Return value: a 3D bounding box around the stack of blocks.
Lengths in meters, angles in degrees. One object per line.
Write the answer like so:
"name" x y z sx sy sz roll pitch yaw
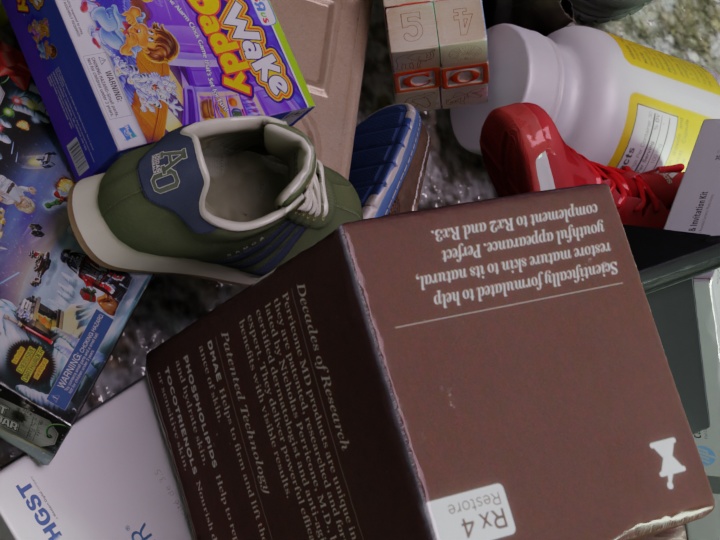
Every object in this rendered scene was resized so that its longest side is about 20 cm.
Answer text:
"stack of blocks" 0.037 -0.201 1.287 0.058 0.115 0.202 -8 69 2

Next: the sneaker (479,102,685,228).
"sneaker" 0.144 -0.054 1.256 0.115 0.200 0.079 -30 58 -4

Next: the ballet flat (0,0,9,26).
"ballet flat" -0.168 -0.223 1.172 0.066 0.067 0.202 5 61 -5

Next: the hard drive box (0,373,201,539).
"hard drive box" -0.096 0.136 1.079 0.200 0.077 0.157 -34 93 -41

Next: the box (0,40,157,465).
"box" -0.170 -0.015 1.052 0.136 0.040 0.201 30 44 -7

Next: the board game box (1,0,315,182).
"board game box" -0.122 -0.155 1.105 0.134 0.045 0.201 -17 79 -42

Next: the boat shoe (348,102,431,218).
"boat shoe" 0.000 0.000 1.218 0.072 0.072 0.201 37 66 -32

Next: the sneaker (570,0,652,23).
"sneaker" 0.148 -0.219 1.406 0.199 0.091 0.077 1 69 -38

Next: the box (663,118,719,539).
"box" 0.212 0.039 1.227 0.156 0.041 0.201 -62 147 -47

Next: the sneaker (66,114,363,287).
"sneaker" -0.047 -0.038 1.069 0.199 0.089 0.068 -1 69 -50

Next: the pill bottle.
"pill bottle" 0.159 -0.091 1.346 0.199 0.111 0.112 15 63 -33

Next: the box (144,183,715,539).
"box" 0.027 0.076 1.009 0.165 0.200 0.166 -9 76 -36

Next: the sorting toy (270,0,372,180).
"sorting toy" -0.090 -0.112 1.195 0.183 0.036 0.202 15 66 -14

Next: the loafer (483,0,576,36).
"loafer" 0.105 -0.202 1.298 0.071 0.200 0.074 -12 72 -1

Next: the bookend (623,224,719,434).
"bookend" 0.110 0.079 1.134 0.092 0.199 0.201 -17 104 -33

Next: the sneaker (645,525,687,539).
"sneaker" 0.160 0.174 1.262 0.200 0.075 0.116 43 54 -16
